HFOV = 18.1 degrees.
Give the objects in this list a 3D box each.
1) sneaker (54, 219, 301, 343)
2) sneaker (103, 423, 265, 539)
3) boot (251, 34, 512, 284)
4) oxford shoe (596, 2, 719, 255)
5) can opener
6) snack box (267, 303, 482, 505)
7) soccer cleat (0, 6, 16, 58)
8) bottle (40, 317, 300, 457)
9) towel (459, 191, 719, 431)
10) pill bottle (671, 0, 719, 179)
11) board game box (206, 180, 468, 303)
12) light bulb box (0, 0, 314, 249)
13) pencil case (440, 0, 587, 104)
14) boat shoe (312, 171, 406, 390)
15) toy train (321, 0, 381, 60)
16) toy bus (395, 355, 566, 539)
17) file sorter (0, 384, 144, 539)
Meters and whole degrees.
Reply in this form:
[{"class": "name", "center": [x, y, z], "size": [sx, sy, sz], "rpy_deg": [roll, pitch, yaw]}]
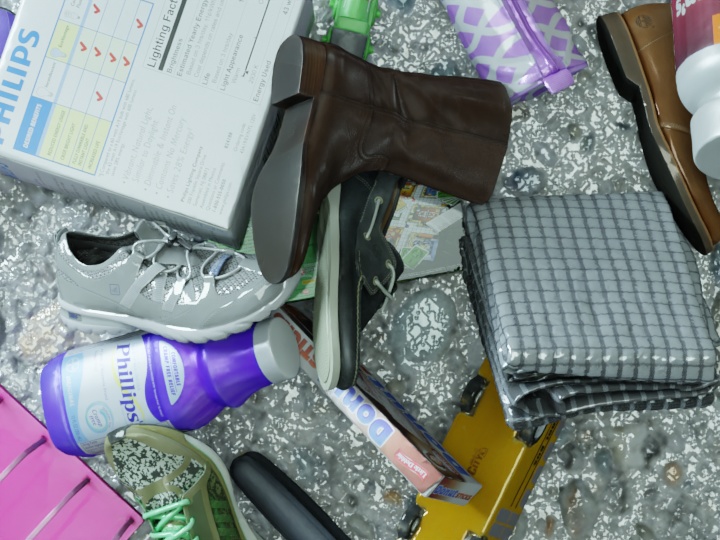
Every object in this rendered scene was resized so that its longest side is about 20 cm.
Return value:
[{"class": "sneaker", "center": [-0.141, 0.002, 1.653], "size": [0.199, 0.075, 0.082], "rpy_deg": [-3, 120, 21]}, {"class": "sneaker", "center": [-0.126, 0.199, 1.677], "size": [0.077, 0.089, 0.200], "rpy_deg": [-25, 114, 25]}, {"class": "boot", "center": [0.024, -0.066, 1.645], "size": [0.200, 0.064, 0.187], "rpy_deg": [13, 82, -33]}, {"class": "oxford shoe", "center": [0.247, -0.111, 1.732], "size": [0.071, 0.071, 0.200], "rpy_deg": [-18, 89, -6]}, {"class": "can opener", "center": [-0.026, 0.215, 1.726], "size": [0.079, 0.063, 0.200], "rpy_deg": [-42, 90, -1]}, {"class": "snack box", "center": [0.005, 0.098, 1.682], "size": [0.024, 0.072, 0.200], "rpy_deg": [-49, 63, 9]}, {"class": "soccer cleat", "center": [-0.307, -0.108, 1.721], "size": [0.068, 0.073, 0.200], "rpy_deg": [24, 89, 0]}, {"class": "bottle", "center": [-0.142, 0.082, 1.690], "size": [0.200, 0.065, 0.084], "rpy_deg": [-15, 79, 24]}, {"class": "towel", "center": [0.167, 0.029, 1.667], "size": [0.165, 0.200, 0.086], "rpy_deg": [0, 131, -10]}, {"class": "pill bottle", "center": [0.287, -0.175, 1.681], "size": [0.109, 0.110, 0.200], "rpy_deg": [0, 66, -1]}, {"class": "board game box", "center": [-0.020, -0.033, 1.749], "size": [0.199, 0.023, 0.105], "rpy_deg": [-10, 90, -1]}, {"class": "light bulb box", "center": [-0.157, -0.142, 1.686], "size": [0.200, 0.125, 0.199], "rpy_deg": [18, 83, 2]}, {"class": "pencil case", "center": [0.099, -0.222, 1.722], "size": [0.084, 0.085, 0.200], "rpy_deg": [-30, 92, -20]}, {"class": "boat shoe", "center": [0.000, 0.000, 1.669], "size": [0.067, 0.072, 0.200], "rpy_deg": [10, 54, -7]}, {"class": "toy train", "center": [-0.007, -0.184, 1.735], "size": [0.042, 0.056, 0.201], "rpy_deg": [12, 90, -1]}, {"class": "toy bus", "center": [0.099, 0.143, 1.716], "size": [0.065, 0.078, 0.200], "rpy_deg": [26, 89, 22]}, {"class": "file sorter", "center": [-0.285, 0.176, 1.692], "size": [0.200, 0.125, 0.139], "rpy_deg": [43, 89, 0]}]
